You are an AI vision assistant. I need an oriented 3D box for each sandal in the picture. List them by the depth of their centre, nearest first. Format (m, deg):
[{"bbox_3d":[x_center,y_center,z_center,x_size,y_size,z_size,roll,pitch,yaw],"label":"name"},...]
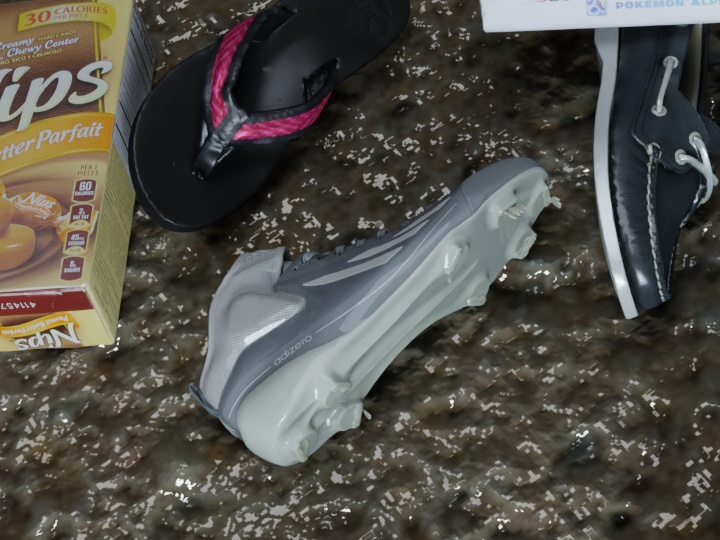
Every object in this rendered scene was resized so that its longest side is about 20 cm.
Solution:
[{"bbox_3d":[-0.046,-0.103,0.939,0.075,0.045,0.200,46,67,-7],"label":"sandal"}]

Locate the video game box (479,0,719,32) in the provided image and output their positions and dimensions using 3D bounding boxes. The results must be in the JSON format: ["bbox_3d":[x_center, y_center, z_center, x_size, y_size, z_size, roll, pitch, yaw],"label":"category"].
[{"bbox_3d":[0.159,-0.190,0.946,0.181,0.047,0.201,1,34,10],"label":"video game box"}]

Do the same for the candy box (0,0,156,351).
[{"bbox_3d":[-0.179,-0.054,0.949,0.114,0.055,0.201,-4,54,9],"label":"candy box"}]

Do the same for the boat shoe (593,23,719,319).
[{"bbox_3d":[0.147,-0.066,0.880,0.060,0.076,0.201,-6,54,14],"label":"boat shoe"}]

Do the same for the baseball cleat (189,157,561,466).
[{"bbox_3d":[0.000,0.000,0.866,0.106,0.070,0.200,35,67,30],"label":"baseball cleat"}]
